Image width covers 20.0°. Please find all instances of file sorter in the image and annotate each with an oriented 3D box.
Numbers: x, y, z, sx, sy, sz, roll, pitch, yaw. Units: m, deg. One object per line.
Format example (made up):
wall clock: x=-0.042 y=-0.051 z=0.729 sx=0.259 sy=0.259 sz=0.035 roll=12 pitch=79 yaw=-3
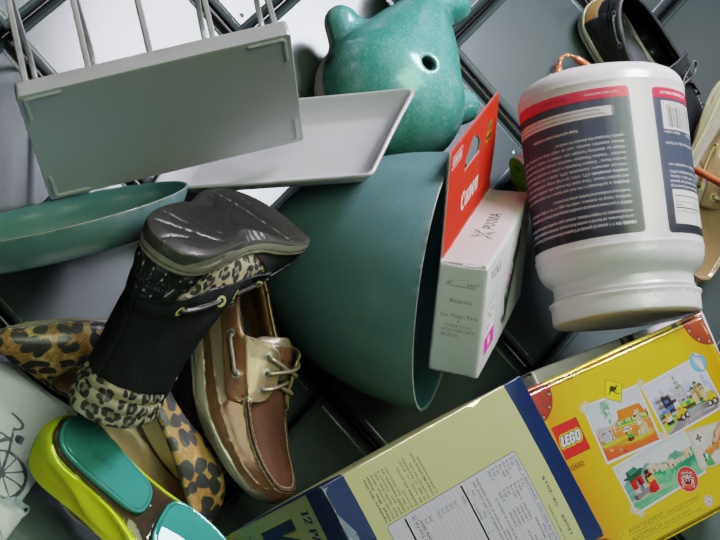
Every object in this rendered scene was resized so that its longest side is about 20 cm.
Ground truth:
file sorter: x=-0.156 y=-0.161 z=1.523 sx=0.198 sy=0.139 sz=0.125 roll=-13 pitch=62 yaw=-4

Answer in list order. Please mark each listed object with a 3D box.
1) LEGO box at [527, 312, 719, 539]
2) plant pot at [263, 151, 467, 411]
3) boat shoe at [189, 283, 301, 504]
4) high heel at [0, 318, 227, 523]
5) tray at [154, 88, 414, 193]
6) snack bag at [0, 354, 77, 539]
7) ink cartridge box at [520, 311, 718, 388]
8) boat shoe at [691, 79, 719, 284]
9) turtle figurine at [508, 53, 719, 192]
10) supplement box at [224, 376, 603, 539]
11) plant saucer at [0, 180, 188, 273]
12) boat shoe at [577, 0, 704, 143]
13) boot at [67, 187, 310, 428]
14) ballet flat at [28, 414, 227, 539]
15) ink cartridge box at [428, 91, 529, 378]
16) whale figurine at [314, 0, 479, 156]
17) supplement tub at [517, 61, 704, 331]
LEGO box: x=0.211 y=0.140 z=1.607 sx=0.199 sy=0.077 sz=0.150 roll=-20 pitch=82 yaw=-33
plant pot: x=0.000 y=0.000 z=1.591 sx=0.133 sy=0.201 sz=0.202 roll=8 pitch=62 yaw=11
boat shoe: x=-0.083 y=0.074 z=1.527 sx=0.076 sy=0.071 sz=0.202 roll=8 pitch=61 yaw=-64
high heel: x=-0.180 y=0.115 z=1.485 sx=0.199 sy=0.071 sz=0.144 roll=17 pitch=57 yaw=-37
tray: x=-0.058 y=-0.094 z=1.583 sx=0.022 sy=0.198 sz=0.108 roll=64 pitch=36 yaw=-36
snack bag: x=-0.312 y=0.120 z=1.443 sx=0.188 sy=0.021 sz=0.201 roll=40 pitch=56 yaw=-11
ink cartridge box: x=0.222 y=0.135 z=1.714 sx=0.199 sy=0.086 sz=0.148 roll=-17 pitch=81 yaw=-35
boat shoe: x=0.329 y=-0.082 z=1.841 sx=0.074 sy=0.066 sz=0.202 roll=19 pitch=85 yaw=-30
turtle figurine: x=0.219 y=-0.109 z=1.793 sx=0.200 sy=0.065 sz=0.161 roll=42 pitch=62 yaw=16
supplement box: x=0.029 y=0.201 z=1.503 sx=0.199 sy=0.200 sz=0.135 roll=-25 pitch=85 yaw=-36
plant saucer: x=-0.217 y=-0.028 z=1.458 sx=0.199 sy=0.199 sz=0.028 roll=-19 pitch=101 yaw=-34
boat shoe: x=0.277 y=-0.170 z=1.879 sx=0.074 sy=0.062 sz=0.201 roll=-37 pitch=94 yaw=-36
boot: x=-0.124 y=0.026 z=1.458 sx=0.073 sy=0.155 sz=0.203 roll=35 pitch=18 yaw=16
ballet flat: x=-0.161 y=0.185 z=1.467 sx=0.200 sy=0.067 sz=0.067 roll=45 pitch=38 yaw=-9
ink cartridge box: x=0.101 y=-0.032 z=1.619 sx=0.043 sy=0.175 sz=0.200 roll=10 pitch=21 yaw=11
whale figurine: x=0.044 y=-0.181 z=1.719 sx=0.159 sy=0.104 sz=0.201 roll=34 pitch=58 yaw=-15
supplement tub: x=0.206 y=-0.059 z=1.668 sx=0.139 sy=0.140 sz=0.202 roll=0 pitch=80 yaw=-30
